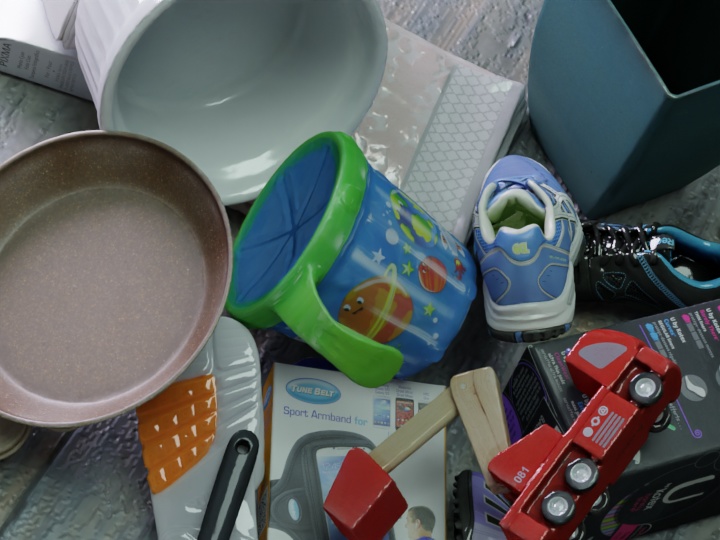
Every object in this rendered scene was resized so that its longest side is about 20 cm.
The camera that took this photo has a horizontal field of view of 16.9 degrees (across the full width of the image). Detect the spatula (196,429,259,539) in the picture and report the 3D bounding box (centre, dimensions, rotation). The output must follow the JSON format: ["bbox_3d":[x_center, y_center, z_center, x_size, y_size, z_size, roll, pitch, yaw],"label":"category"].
[{"bbox_3d":[-0.098,0.192,1.470,0.056,0.021,0.202,17,79,4],"label":"spatula"}]

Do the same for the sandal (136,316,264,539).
[{"bbox_3d":[-0.098,0.135,1.522,0.078,0.059,0.209,-2,79,1],"label":"sandal"}]

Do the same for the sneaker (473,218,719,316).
[{"bbox_3d":[0.178,-0.012,1.675,0.198,0.082,0.074,11,59,-8],"label":"sneaker"}]

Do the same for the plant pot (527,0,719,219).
[{"bbox_3d":[0.201,-0.134,1.686,0.140,0.200,0.142,-19,65,-26],"label":"plant pot"}]

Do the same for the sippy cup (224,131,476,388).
[{"bbox_3d":[0.000,0.000,1.561,0.130,0.139,0.179,30,64,-23],"label":"sippy cup"}]

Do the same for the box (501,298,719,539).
[{"bbox_3d":[0.199,0.100,1.585,0.198,0.123,0.107,-13,63,-22],"label":"box"}]

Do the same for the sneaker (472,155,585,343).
[{"bbox_3d":[0.111,-0.032,1.593,0.075,0.078,0.200,-7,28,2],"label":"sneaker"}]

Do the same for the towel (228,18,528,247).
[{"bbox_3d":[0.007,-0.095,1.709,0.190,0.032,0.201,24,54,0],"label":"towel"}]

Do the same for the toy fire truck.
[{"bbox_3d":[0.087,0.106,1.475,0.141,0.049,0.200,32,76,26],"label":"toy fire truck"}]

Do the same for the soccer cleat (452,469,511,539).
[{"bbox_3d":[0.101,0.194,1.498,0.072,0.069,0.201,-9,33,-4],"label":"soccer cleat"}]

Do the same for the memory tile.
[{"bbox_3d":[-0.207,0.016,1.542,0.152,0.017,0.201,-22,61,2],"label":"memory tile"}]

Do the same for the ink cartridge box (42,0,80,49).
[{"bbox_3d":[-0.125,-0.237,1.676,0.198,0.085,0.147,-7,63,-25],"label":"ink cartridge box"}]

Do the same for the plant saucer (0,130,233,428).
[{"bbox_3d":[-0.170,0.009,1.504,0.198,0.037,0.202,-5,65,11],"label":"plant saucer"}]

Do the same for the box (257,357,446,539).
[{"bbox_3d":[-0.005,0.140,1.551,0.118,0.042,0.202,8,59,-11],"label":"box"}]

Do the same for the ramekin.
[{"bbox_3d":[-0.091,-0.148,1.589,0.199,0.202,0.098,-11,45,-22],"label":"ramekin"}]

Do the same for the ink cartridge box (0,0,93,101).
[{"bbox_3d":[-0.244,-0.217,1.702,0.198,0.047,0.161,19,56,-7],"label":"ink cartridge box"}]
